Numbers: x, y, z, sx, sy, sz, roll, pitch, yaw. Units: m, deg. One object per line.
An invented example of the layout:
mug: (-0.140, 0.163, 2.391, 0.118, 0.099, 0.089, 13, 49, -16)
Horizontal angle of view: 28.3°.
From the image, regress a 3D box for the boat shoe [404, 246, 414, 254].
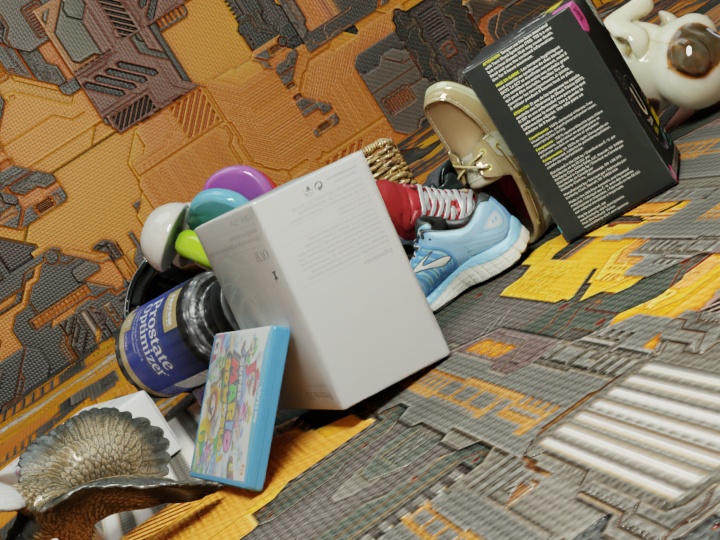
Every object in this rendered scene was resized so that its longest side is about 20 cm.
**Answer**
boat shoe: (0.004, 0.010, 1.753, 0.074, 0.061, 0.200, -41, 11, -38)

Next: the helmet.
helmet: (-0.212, 0.058, 1.846, 0.199, 0.201, 0.191, -33, -12, -1)

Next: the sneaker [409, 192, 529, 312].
sneaker: (0.074, -0.014, 1.491, 0.199, 0.090, 0.078, -33, 13, 15)

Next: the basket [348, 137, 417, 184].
basket: (-0.010, -0.066, 1.902, 0.199, 0.150, 0.143, -32, 0, -1)

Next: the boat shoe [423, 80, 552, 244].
boat shoe: (0.134, -0.110, 1.482, 0.074, 0.200, 0.067, -25, 27, 48)

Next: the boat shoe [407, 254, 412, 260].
boat shoe: (0.000, 0.000, 1.561, 0.199, 0.072, 0.072, -6, -42, -49)

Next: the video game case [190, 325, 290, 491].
video game case: (-0.114, 0.126, 1.325, 0.200, 0.018, 0.144, 168, 114, -68)

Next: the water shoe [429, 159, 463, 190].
water shoe: (0.149, -0.123, 1.917, 0.071, 0.079, 0.200, -29, 9, 24)

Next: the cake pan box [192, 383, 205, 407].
cake pan box: (-0.076, 0.088, 1.636, 0.199, 0.052, 0.184, -26, 9, 44)

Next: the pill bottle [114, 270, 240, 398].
pill bottle: (-0.178, 0.066, 1.591, 0.199, 0.112, 0.112, -27, 10, 44)

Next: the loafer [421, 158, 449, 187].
loafer: (0.091, -0.085, 2.050, 0.200, 0.063, 0.072, -36, 35, 23)

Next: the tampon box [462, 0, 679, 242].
tampon box: (0.214, -0.158, 1.430, 0.126, 0.201, 0.150, -30, 9, 20)

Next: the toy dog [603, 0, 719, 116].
toy dog: (0.314, -0.218, 1.588, 0.199, 0.139, 0.195, -15, 54, 34)

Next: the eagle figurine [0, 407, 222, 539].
eagle figurine: (-0.248, 0.206, 1.291, 0.200, 0.152, 0.151, -40, -12, -13)

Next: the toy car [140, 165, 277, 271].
toy car: (-0.150, -0.050, 1.688, 0.200, 0.174, 0.151, -23, -44, -82)

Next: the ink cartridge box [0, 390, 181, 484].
ink cartridge box: (-0.318, 0.221, 1.659, 0.147, 0.086, 0.200, -38, 11, -31)

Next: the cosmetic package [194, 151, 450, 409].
cosmetic package: (-0.041, 0.017, 1.334, 0.122, 0.201, 0.199, -27, 5, -21)

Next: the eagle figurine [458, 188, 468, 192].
eagle figurine: (0.180, -0.119, 1.723, 0.152, 0.150, 0.201, 31, -94, -55)

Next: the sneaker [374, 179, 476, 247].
sneaker: (0.093, -0.064, 1.536, 0.112, 0.072, 0.200, -23, -29, 28)
